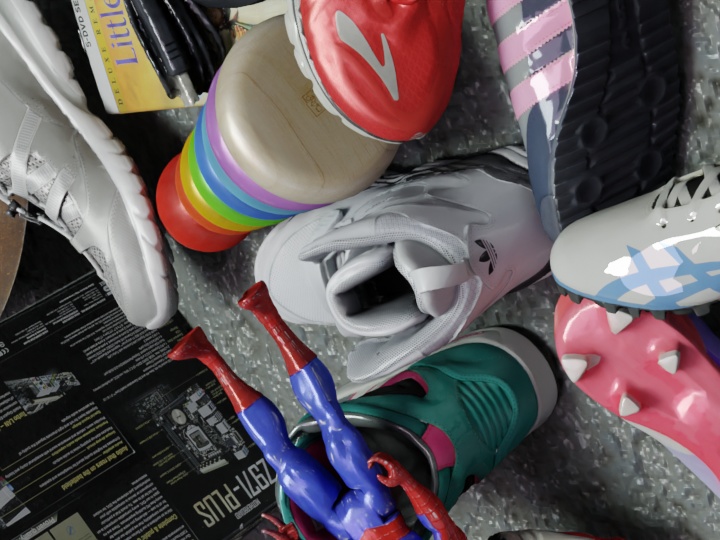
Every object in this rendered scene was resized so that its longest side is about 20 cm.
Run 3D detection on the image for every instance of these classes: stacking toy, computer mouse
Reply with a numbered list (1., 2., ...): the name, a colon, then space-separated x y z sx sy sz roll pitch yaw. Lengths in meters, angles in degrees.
1. stacking toy: -0.053 -0.054 0.964 0.086 0.085 0.200 60 156 -1
2. computer mouse: -0.053 -0.154 0.911 0.200 0.053 0.139 -14 101 42

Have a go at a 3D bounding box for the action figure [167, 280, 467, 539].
1. action figure: -0.005 0.101 0.908 0.065 0.052 0.200 -37 96 10

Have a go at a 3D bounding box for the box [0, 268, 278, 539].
1. box: -0.160 0.110 1.076 0.164 0.200 0.086 52 135 6

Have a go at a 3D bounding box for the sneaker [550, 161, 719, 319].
1. sneaker: 0.163 -0.031 0.806 0.200 0.072 0.073 -12 116 30

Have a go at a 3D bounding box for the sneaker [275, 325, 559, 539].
1. sneaker: -0.003 0.103 0.995 0.200 0.121 0.084 -36 87 45

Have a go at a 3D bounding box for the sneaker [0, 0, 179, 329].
1. sneaker: -0.162 -0.050 1.063 0.200 0.082 0.075 58 175 10

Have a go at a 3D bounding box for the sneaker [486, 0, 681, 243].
1. sneaker: 0.085 -0.103 0.866 0.082 0.070 0.201 33 134 52

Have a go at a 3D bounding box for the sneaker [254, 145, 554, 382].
1. sneaker: 0.000 0.000 0.943 0.200 0.115 0.075 -14 102 44

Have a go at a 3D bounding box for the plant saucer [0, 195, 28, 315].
1. plant saucer: -0.257 -0.033 1.145 0.200 0.032 0.201 -5 82 44

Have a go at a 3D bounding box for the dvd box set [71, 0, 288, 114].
1. dvd box set: -0.066 -0.152 0.981 0.200 0.029 0.147 0 112 40

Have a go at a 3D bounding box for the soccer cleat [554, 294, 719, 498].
1. soccer cleat: 0.165 0.070 0.885 0.200 0.076 0.067 40 113 -5

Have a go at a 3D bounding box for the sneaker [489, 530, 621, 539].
1. sneaker: 0.105 0.205 0.983 0.085 0.077 0.200 -3 130 1

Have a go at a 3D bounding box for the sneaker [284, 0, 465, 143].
1. sneaker: 0.013 -0.147 0.809 0.085 0.077 0.201 -139 48 -72
